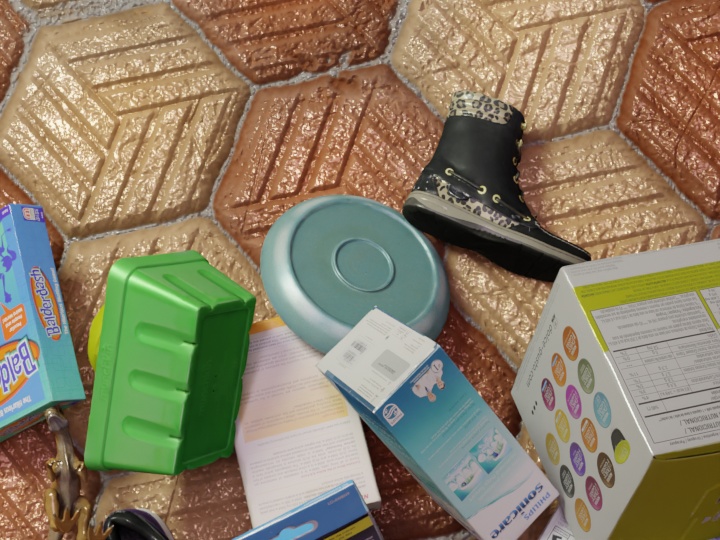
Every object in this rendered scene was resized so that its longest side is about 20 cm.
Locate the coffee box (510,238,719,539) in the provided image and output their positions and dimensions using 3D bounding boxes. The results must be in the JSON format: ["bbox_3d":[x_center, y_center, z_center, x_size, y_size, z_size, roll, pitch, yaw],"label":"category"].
[{"bbox_3d":[0.277,0.116,1.101,0.198,0.201,0.199,-9,53,-16],"label":"coffee box"}]

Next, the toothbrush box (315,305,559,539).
[{"bbox_3d":[0.069,0.144,1.133,0.085,0.146,0.200,-44,115,-8],"label":"toothbrush box"}]

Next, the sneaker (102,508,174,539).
[{"bbox_3d":[-0.177,0.311,1.172,0.076,0.088,0.200,-43,79,-9],"label":"sneaker"}]

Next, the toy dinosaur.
[{"bbox_3d":[-0.280,0.227,1.171,0.060,0.106,0.202,3,109,-32],"label":"toy dinosaur"}]

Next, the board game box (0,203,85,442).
[{"bbox_3d":[-0.354,0.056,1.225,0.151,0.045,0.202,-27,73,33],"label":"board game box"}]

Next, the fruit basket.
[{"bbox_3d":[-0.207,0.078,1.180,0.214,0.155,0.218,3,96,30],"label":"fruit basket"}]

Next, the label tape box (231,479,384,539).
[{"bbox_3d":[-0.050,0.259,1.125,0.142,0.201,0.066,-26,43,-4],"label":"label tape box"}]

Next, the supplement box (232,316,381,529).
[{"bbox_3d":[-0.062,0.148,1.216,0.125,0.074,0.202,-13,75,-2],"label":"supplement box"}]

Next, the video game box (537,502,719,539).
[{"bbox_3d":[0.278,0.253,1.151,0.199,0.047,0.183,30,58,16],"label":"video game box"}]

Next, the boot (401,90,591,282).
[{"bbox_3d":[0.158,-0.086,1.268,0.202,0.074,0.155,22,68,-3],"label":"boot"}]

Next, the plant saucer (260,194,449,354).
[{"bbox_3d":[0.000,0.000,1.228,0.198,0.027,0.202,11,52,-14],"label":"plant saucer"}]
